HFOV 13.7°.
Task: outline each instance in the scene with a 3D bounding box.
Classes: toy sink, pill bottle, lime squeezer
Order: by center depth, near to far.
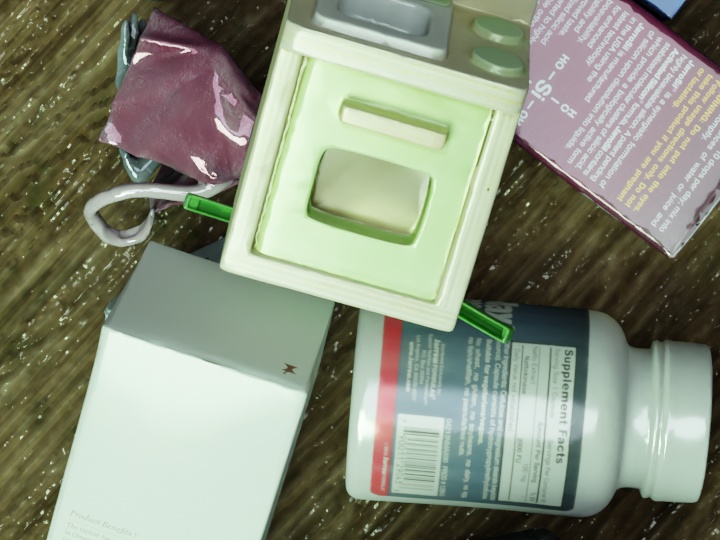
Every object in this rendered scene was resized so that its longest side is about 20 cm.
[{"bbox_3d":[0.015,-0.089,1.554,0.130,0.112,0.201,16,114,-4],"label":"toy sink"},{"bbox_3d":[0.000,0.000,1.646,0.199,0.071,0.038,23,115,16],"label":"lime squeezer"},{"bbox_3d":[0.095,0.078,1.695,0.199,0.120,0.120,5,94,1],"label":"pill bottle"}]

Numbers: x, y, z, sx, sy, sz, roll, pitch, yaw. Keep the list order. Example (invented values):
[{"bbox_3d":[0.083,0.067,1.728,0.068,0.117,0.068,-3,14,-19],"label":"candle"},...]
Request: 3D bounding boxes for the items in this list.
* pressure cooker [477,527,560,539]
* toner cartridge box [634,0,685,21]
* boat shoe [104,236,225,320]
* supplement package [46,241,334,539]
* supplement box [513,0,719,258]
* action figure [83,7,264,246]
[{"bbox_3d":[0.061,0.259,1.634,0.178,0.176,0.201,-20,90,6],"label":"pressure cooker"},{"bbox_3d":[0.212,-0.233,1.681,0.043,0.095,0.200,35,95,-2],"label":"toner cartridge box"},{"bbox_3d":[-0.049,0.006,1.727,0.199,0.072,0.062,-24,109,12],"label":"boat shoe"},{"bbox_3d":[-0.100,0.108,1.674,0.116,0.117,0.201,19,116,1],"label":"supplement package"},{"bbox_3d":[0.122,-0.109,1.675,0.200,0.131,0.103,37,94,0],"label":"supplement box"},{"bbox_3d":[-0.050,-0.071,1.668,0.199,0.134,0.149,19,77,17],"label":"action figure"}]
